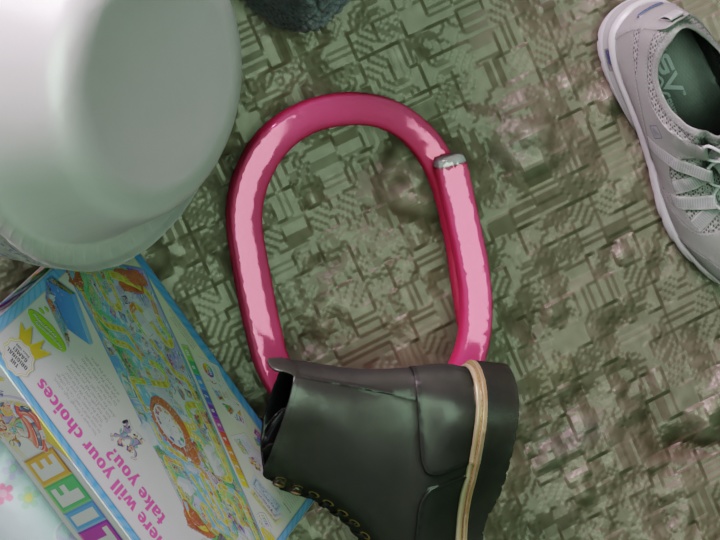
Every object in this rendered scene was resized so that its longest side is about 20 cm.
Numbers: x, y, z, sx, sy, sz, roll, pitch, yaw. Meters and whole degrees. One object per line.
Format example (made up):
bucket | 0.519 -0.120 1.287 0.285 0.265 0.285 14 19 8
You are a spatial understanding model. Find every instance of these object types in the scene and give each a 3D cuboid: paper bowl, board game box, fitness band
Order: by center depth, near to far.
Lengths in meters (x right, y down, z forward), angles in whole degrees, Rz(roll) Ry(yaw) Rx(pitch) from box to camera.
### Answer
paper bowl | -0.137 -0.100 0.947 0.200 0.104 0.203 -20 115 -50
board game box | -0.118 0.086 1.015 0.034 0.135 0.201 -27 103 36
fitness band | 0.000 0.000 1.073 0.142 0.037 0.202 -12 97 -10

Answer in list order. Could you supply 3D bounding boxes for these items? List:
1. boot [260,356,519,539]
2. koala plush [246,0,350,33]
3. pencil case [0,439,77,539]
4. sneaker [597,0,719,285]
boot | -0.002 0.137 1.054 0.137 0.078 0.202 6 107 -15
koala plush | -0.020 -0.258 0.987 0.177 0.184 0.201 37 76 -13
pencil case | -0.189 0.101 1.021 0.091 0.083 0.200 -44 103 -23
sneaker | 0.202 -0.063 1.085 0.075 0.082 0.201 -36 101 -6
